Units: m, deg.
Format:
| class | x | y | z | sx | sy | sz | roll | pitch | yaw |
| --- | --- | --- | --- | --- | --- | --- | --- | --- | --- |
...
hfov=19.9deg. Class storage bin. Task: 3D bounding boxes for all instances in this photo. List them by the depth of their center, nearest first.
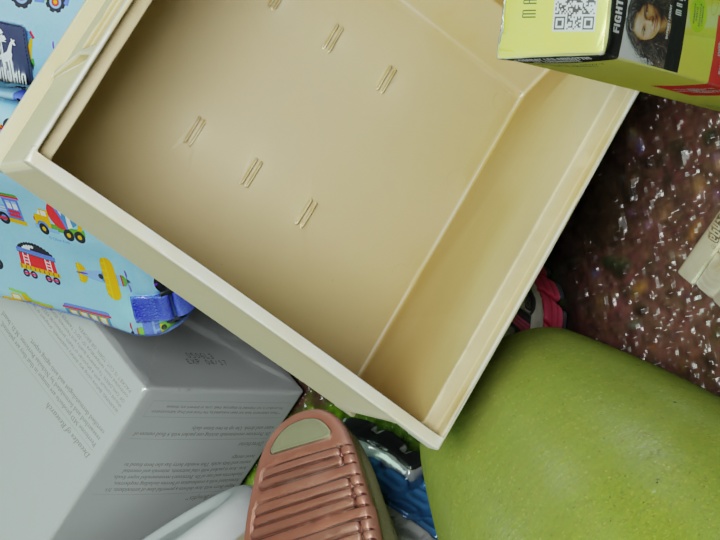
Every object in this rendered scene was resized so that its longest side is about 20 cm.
| class | x | y | z | sx | sy | sz | roll | pitch | yaw |
| --- | --- | --- | --- | --- | --- | --- | --- | --- | --- |
| storage bin | -0.013 | -0.068 | 0.833 | 0.199 | 0.200 | 0.094 | -59 | 20 | -12 |

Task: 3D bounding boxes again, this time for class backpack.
| class | x | y | z | sx | sy | sz | roll | pitch | yaw |
| --- | --- | --- | --- | --- | --- | --- | --- | --- | --- |
| backpack | -0.126 | -0.094 | 0.924 | 0.182 | 0.135 | 0.201 | 17 | 135 | 27 |

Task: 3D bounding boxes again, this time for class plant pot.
| class | x | y | z | sx | sy | sz | roll | pitch | yaw |
| --- | --- | --- | --- | --- | --- | --- | --- | --- | --- |
| plant pot | 0.111 | 0.119 | 0.832 | 0.188 | 0.186 | 0.200 | -59 | 43 | 18 |

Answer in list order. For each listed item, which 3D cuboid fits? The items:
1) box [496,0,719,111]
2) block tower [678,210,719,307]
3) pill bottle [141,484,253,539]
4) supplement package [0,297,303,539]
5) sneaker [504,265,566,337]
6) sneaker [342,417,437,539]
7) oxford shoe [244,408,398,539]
| class | x | y | z | sx | sy | sz | roll | pitch | yaw |
| --- | --- | --- | --- | --- | --- | --- | --- | --- | --- |
| box | 0.131 | -0.104 | 0.800 | 0.050 | 0.199 | 0.076 | 6 | 89 | 38 |
| block tower | 0.222 | 0.039 | 0.812 | 0.200 | 0.054 | 0.058 | 45 | 113 | 30 |
| pill bottle | -0.043 | 0.210 | 0.936 | 0.115 | 0.116 | 0.201 | -31 | 91 | 31 |
| supplement package | -0.148 | 0.097 | 1.049 | 0.120 | 0.121 | 0.201 | 47 | 113 | 30 |
| sneaker | 0.000 | 0.000 | 0.972 | 0.199 | 0.074 | 0.081 | 13 | 94 | 38 |
| sneaker | 0.037 | 0.155 | 0.947 | 0.200 | 0.075 | 0.087 | 39 | 130 | 32 |
| oxford shoe | 0.001 | 0.160 | 0.882 | 0.070 | 0.074 | 0.202 | -16 | 76 | 32 |
